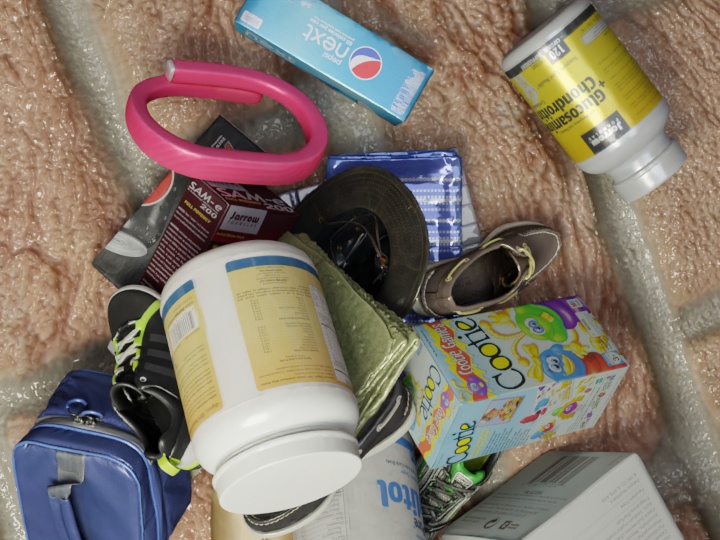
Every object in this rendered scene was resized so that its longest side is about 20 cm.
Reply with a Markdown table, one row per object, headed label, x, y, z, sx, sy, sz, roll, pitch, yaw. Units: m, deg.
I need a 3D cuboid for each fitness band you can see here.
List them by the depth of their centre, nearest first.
| label | x | y | z | sx | sy | sz | roll | pitch | yaw |
| --- | --- | --- | --- | --- | --- | --- | --- | --- | --- |
| fitness band | -0.127 | -0.143 | 1.190 | 0.199 | 0.144 | 0.037 | 2 | 135 | -27 |

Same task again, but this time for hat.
| label | x | y | z | sx | sy | sz | roll | pitch | yaw |
| --- | --- | --- | --- | --- | --- | --- | --- | --- | --- |
| hat | 0.000 | 0.000 | 1.212 | 0.200 | 0.081 | 0.201 | -9 | 75 | 34 |

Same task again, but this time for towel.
| label | x | y | z | sx | sy | sz | roll | pitch | yaw |
| --- | --- | --- | --- | --- | --- | --- | --- | --- | --- |
| towel | -0.046 | 0.067 | 1.147 | 0.200 | 0.036 | 0.149 | 41 | 96 | 34 |
| towel | 0.037 | -0.023 | 1.267 | 0.144 | 0.024 | 0.201 | -2 | 93 | -6 |

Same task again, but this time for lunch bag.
| label | x | y | z | sx | sy | sz | roll | pitch | yaw |
| --- | --- | --- | --- | --- | --- | --- | --- | --- | --- |
| lunch bag | -0.245 | 0.199 | 1.168 | 0.135 | 0.132 | 0.200 | 9 | 127 | 11 |

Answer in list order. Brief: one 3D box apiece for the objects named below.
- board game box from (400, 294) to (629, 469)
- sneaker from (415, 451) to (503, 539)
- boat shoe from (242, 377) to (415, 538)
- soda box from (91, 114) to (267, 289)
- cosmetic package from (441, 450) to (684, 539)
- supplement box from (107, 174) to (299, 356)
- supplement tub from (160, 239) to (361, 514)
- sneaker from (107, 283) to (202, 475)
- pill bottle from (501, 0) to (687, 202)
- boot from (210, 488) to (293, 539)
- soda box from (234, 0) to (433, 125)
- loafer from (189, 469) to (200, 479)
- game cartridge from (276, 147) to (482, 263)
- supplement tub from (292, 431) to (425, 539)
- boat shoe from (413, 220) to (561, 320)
| label | x | y | z | sx | sy | sz | roll | pitch | yaw |
| --- | --- | --- | --- | --- | --- | --- | --- | --- | --- |
| board game box | 0.146 | 0.108 | 1.227 | 0.199 | 0.105 | 0.103 | -9 | 49 | -28 |
| sneaker | 0.082 | 0.219 | 1.282 | 0.078 | 0.085 | 0.200 | 35 | 88 | -7 |
| boat shoe | -0.033 | 0.170 | 1.155 | 0.200 | 0.060 | 0.074 | -36 | 56 | -9 |
| soda box | -0.175 | -0.056 | 1.242 | 0.071 | 0.063 | 0.200 | 39 | 86 | 15 |
| cosmetic package | 0.223 | 0.309 | 1.242 | 0.166 | 0.167 | 0.200 | -32 | 95 | -24 |
| supplement box | -0.153 | 0.011 | 1.203 | 0.061 | 0.109 | 0.200 | 38 | 109 | 32 |
| supplement tub | -0.084 | 0.091 | 1.052 | 0.144 | 0.145 | 0.200 | -15 | 63 | -6 |
| sneaker | -0.190 | 0.091 | 1.105 | 0.072 | 0.083 | 0.200 | -44 | 61 | 24 |
| pill bottle | 0.246 | -0.173 | 1.274 | 0.112 | 0.112 | 0.200 | -40 | 96 | -4 |
| boot | -0.075 | 0.326 | 1.277 | 0.175 | 0.066 | 0.201 | 6 | 90 | -8 |
| soda box | -0.029 | -0.226 | 1.260 | 0.200 | 0.068 | 0.064 | 31 | 89 | -7 |
| loafer | -0.106 | 0.156 | 1.261 | 0.200 | 0.076 | 0.068 | -37 | 90 | -5 |
| game cartridge | 0.022 | -0.043 | 1.291 | 0.199 | 0.038 | 0.130 | -15 | 98 | -6 |
| supplement tub | -0.002 | 0.256 | 1.209 | 0.132 | 0.132 | 0.200 | -3 | 57 | -7 |
| boat shoe | 0.141 | -0.001 | 1.256 | 0.200 | 0.059 | 0.072 | -20 | 104 | -35 |
